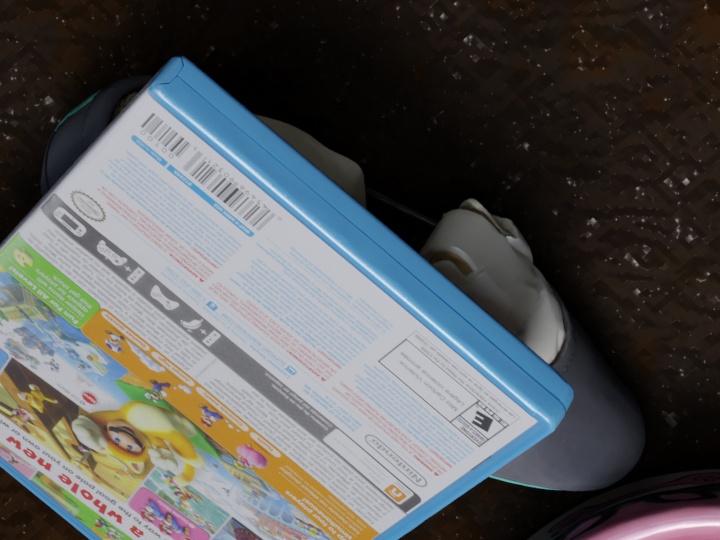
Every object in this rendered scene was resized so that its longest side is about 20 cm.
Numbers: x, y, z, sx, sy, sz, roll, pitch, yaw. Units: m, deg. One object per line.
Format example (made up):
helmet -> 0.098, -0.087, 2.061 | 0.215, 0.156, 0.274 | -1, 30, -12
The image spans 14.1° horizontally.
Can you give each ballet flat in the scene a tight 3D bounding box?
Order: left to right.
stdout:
ballet flat -> 0.000, 0.000, 0.850 | 0.200, 0.073, 0.073 | 27, 113, 0

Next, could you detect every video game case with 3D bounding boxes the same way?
video game case -> -0.045, 0.032, 0.849 | 0.143, 0.018, 0.200 | 40, 142, -8

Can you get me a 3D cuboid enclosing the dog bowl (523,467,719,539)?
dog bowl -> 0.107, 0.153, 0.847 | 0.200, 0.074, 0.200 | -1, 80, 8
